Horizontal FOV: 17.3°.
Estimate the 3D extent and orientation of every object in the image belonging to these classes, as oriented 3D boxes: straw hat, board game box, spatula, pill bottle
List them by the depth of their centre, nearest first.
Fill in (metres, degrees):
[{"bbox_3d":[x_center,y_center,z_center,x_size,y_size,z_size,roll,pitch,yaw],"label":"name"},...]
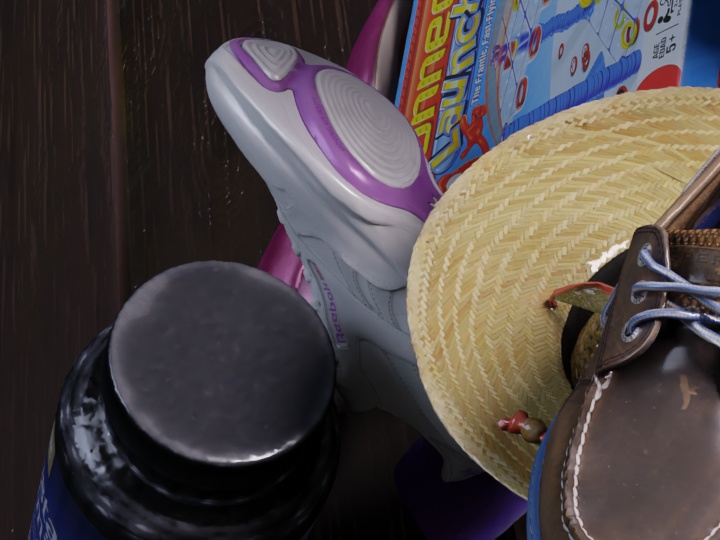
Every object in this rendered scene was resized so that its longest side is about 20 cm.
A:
[{"bbox_3d":[0.110,0.036,0.797,0.085,0.201,0.201,80,-179,-45],"label":"straw hat"},{"bbox_3d":[-0.070,0.081,0.939,0.200,0.112,0.112,112,165,-58],"label":"pill bottle"},{"bbox_3d":[0.094,-0.101,0.967,0.196,0.056,0.200,-23,50,52],"label":"board game box"},{"bbox_3d":[0.026,0.051,1.003,0.057,0.021,0.200,-44,30,9],"label":"spatula"}]

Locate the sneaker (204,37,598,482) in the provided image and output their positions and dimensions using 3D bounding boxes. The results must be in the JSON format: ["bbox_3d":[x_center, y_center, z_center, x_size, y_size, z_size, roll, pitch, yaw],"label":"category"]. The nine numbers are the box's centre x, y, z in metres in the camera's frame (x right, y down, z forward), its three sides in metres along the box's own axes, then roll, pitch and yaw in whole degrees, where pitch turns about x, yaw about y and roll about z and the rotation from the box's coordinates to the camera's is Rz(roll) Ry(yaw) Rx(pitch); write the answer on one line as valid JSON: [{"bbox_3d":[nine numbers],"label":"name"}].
[{"bbox_3d":[0.000,0.000,0.911,0.100,0.200,0.075,-41,1,32],"label":"sneaker"}]

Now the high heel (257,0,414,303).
[{"bbox_3d":[-0.011,-0.041,1.072,0.096,0.067,0.200,-15,58,36],"label":"high heel"}]

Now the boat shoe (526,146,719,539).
[{"bbox_3d":[0.096,0.020,0.681,0.200,0.072,0.072,-63,-19,-49],"label":"boat shoe"}]
